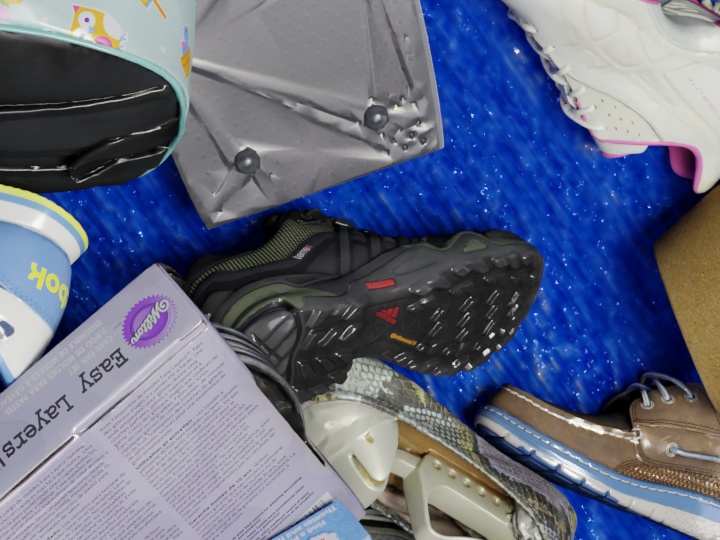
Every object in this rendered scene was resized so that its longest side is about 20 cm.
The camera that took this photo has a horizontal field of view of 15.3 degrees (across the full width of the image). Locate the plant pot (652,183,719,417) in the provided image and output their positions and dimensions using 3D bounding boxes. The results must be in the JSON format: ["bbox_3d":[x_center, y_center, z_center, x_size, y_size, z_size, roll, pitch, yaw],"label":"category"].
[{"bbox_3d":[0.249,-0.009,1.293,0.199,0.187,0.187,-21,114,10],"label":"plant pot"}]

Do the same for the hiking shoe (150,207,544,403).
[{"bbox_3d":[0.000,0.000,1.274,0.199,0.101,0.076,-9,130,-41],"label":"hiking shoe"}]

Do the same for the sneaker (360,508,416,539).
[{"bbox_3d":[-0.042,0.171,1.322,0.198,0.087,0.074,-4,111,-14],"label":"sneaker"}]

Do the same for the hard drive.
[{"bbox_3d":[-0.045,-0.132,1.233,0.134,0.042,0.201,-19,113,-6],"label":"hard drive"}]

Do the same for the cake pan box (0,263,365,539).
[{"bbox_3d":[-0.108,0.111,1.159,0.200,0.052,0.184,-41,144,-2],"label":"cake pan box"}]

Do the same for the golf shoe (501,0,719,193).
[{"bbox_3d":[0.115,-0.103,1.269,0.199,0.075,0.092,24,106,-19],"label":"golf shoe"}]

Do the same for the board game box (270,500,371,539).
[{"bbox_3d":[-0.042,0.221,1.217,0.151,0.037,0.201,-29,128,-16],"label":"board game box"}]

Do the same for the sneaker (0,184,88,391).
[{"bbox_3d":[-0.218,0.001,1.125,0.198,0.074,0.083,7,71,4],"label":"sneaker"}]

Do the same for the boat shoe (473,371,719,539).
[{"bbox_3d":[0.153,0.091,1.357,0.199,0.072,0.073,24,85,-17],"label":"boat shoe"}]

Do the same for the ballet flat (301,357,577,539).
[{"bbox_3d":[0.023,0.098,1.307,0.200,0.072,0.072,33,100,-15],"label":"ballet flat"}]

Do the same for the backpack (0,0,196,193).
[{"bbox_3d":[-0.165,-0.114,1.127,0.198,0.176,0.154,13,66,-8],"label":"backpack"}]
